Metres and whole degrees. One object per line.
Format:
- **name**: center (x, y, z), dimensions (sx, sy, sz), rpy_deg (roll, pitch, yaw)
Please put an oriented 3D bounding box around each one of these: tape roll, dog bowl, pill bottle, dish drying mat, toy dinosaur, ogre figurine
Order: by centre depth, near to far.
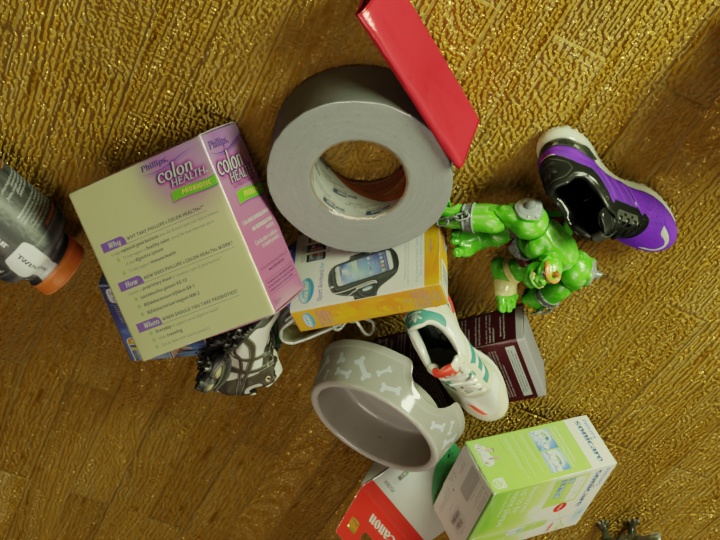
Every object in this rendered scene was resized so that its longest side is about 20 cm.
- **dish drying mat**: center (0.060, -0.198, 1.106), dimensions (0.018, 0.077, 0.201), rpy_deg (-9, 133, 35)
- **tape roll**: center (0.000, -0.116, 1.192), dimensions (0.197, 0.067, 0.202), rpy_deg (3, 133, 3)
- **ogre figurine**: center (0.183, -0.023, 1.245), dimensions (0.119, 0.098, 0.201), rpy_deg (-16, 115, 42)
- **pill bottle**: center (-0.406, -0.059, 1.253), dimensions (0.106, 0.107, 0.200), rpy_deg (-30, 123, 28)
- **dog bowl**: center (0.027, 0.171, 1.360), dimensions (0.198, 0.059, 0.201), rpy_deg (24, 149, 15)
- **toy dinosaur**: center (0.380, 0.430, 1.625), dimensions (0.076, 0.103, 0.202), rpy_deg (5, 132, 1)

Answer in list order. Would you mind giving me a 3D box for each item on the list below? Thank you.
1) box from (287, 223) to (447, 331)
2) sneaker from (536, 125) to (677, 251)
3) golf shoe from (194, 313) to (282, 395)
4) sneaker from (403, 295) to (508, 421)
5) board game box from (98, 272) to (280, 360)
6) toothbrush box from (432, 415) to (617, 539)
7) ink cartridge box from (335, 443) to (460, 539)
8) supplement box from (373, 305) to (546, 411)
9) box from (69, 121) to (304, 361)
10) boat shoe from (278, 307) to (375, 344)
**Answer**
- **box**: center (0.000, 0.000, 1.259), dimensions (0.197, 0.120, 0.042), rpy_deg (-12, 136, 17)
- **sneaker**: center (0.262, -0.060, 1.192), dimensions (0.199, 0.100, 0.069), rpy_deg (33, 129, -22)
- **golf shoe**: center (-0.126, 0.087, 1.340), dimensions (0.093, 0.079, 0.200), rpy_deg (20, 141, -19)
- **sneaker**: center (0.107, 0.113, 1.295), dimensions (0.070, 0.094, 0.201), rpy_deg (-24, 112, 21)
- **board game box**: center (-0.207, 0.047, 1.377), dimensions (0.197, 0.035, 0.137), rpy_deg (-5, 132, 8)
- **toothbrush box**: center (0.214, 0.282, 1.466), dimensions (0.198, 0.087, 0.147), rpy_deg (-8, 138, -29)
- **ink cartridge box**: center (0.067, 0.306, 1.484), dimensions (0.050, 0.201, 0.161), rpy_deg (3, 141, 42)
- **supplement box**: center (0.123, 0.120, 1.397), dimensions (0.197, 0.061, 0.110), rpy_deg (-13, 129, 16)
- **box**: center (-0.186, -0.031, 1.210), dimensions (0.174, 0.097, 0.202), rpy_deg (-20, 99, 22)
- **boat shoe**: center (-0.017, 0.041, 1.320), dimensions (0.200, 0.087, 0.075), rpy_deg (-21, 128, 23)
